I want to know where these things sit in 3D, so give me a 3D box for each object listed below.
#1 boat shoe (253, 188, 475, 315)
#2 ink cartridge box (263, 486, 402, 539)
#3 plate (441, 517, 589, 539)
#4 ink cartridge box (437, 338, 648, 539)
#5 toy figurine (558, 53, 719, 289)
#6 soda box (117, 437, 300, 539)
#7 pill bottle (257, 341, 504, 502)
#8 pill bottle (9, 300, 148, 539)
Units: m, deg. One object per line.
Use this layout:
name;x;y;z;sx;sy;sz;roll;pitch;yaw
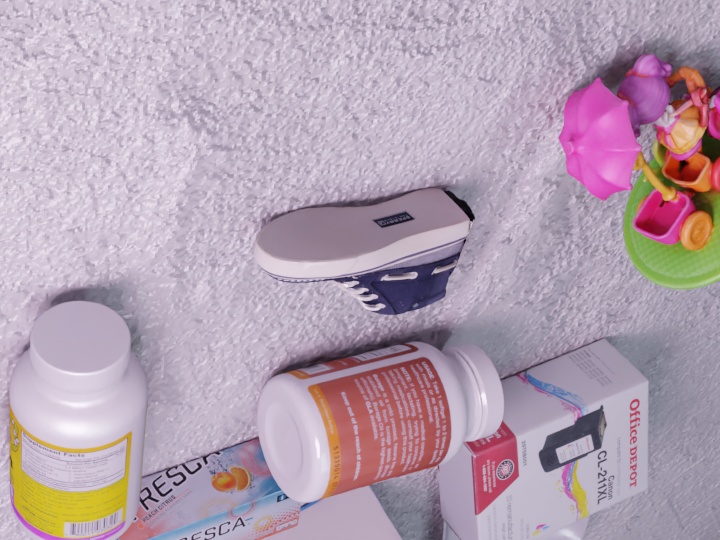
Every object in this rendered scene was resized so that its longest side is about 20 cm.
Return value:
boat shoe;0.000;0.000;1.438;0.199;0.075;0.093;-11;131;-31
ink cartridge box;-0.010;0.322;1.764;0.128;0.125;0.200;-28;144;-10
plate;0.161;0.255;1.907;0.199;0.032;0.201;-20;142;-21
ink cartridge box;0.179;0.174;1.758;0.199;0.083;0.146;-21;128;-19
toy figurine;0.248;-0.109;1.491;0.184;0.150;0.201;31;88;-43
soda box;-0.152;0.213;1.575;0.199;0.064;0.069;-18;142;-24
pill bottle;0.020;0.126;1.571;0.199;0.112;0.112;-12;139;-28
pill bottle;-0.215;0.117;1.377;0.104;0.104;0.201;-16;140;-25
